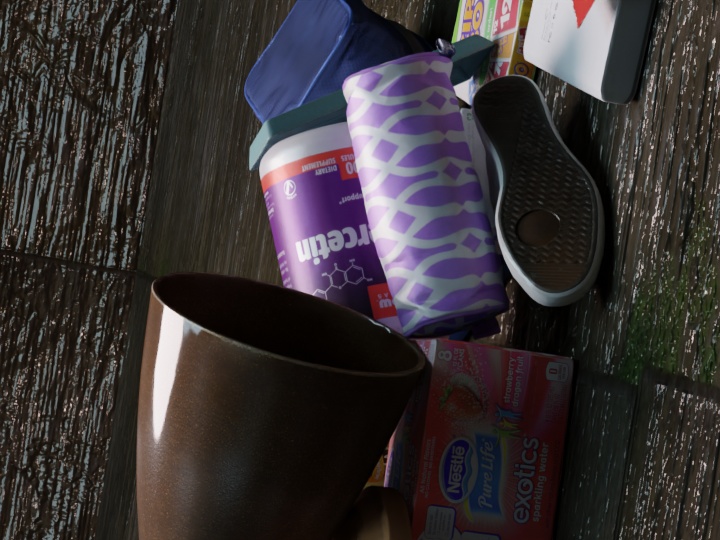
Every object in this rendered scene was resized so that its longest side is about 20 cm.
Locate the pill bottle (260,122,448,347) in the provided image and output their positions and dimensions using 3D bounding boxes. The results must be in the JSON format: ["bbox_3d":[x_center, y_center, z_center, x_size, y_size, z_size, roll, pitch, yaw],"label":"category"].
[{"bbox_3d":[0.000,0.000,1.714,0.112,0.112,0.200,140,119,-71],"label":"pill bottle"}]

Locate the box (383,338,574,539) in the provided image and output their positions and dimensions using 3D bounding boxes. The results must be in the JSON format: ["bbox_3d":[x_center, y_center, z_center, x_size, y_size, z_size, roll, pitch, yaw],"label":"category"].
[{"bbox_3d":[0.072,0.151,1.608,0.095,0.102,0.200,170,107,-76],"label":"box"}]

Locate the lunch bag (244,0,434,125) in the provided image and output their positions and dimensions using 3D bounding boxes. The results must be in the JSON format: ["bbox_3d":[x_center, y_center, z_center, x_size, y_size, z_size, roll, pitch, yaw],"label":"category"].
[{"bbox_3d":[-0.006,-0.158,2.071,0.136,0.132,0.200,-55,21,12],"label":"lunch bag"}]

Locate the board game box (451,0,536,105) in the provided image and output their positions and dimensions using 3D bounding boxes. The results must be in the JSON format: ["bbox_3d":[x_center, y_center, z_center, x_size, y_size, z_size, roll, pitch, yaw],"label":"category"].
[{"bbox_3d":[0.102,-0.176,1.866,0.200,0.030,0.096,-124,44,-75],"label":"board game box"}]

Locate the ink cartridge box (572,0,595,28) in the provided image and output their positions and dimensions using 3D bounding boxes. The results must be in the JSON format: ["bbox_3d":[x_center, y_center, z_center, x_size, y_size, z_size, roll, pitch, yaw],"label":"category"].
[{"bbox_3d":[0.154,-0.276,1.575,0.200,0.050,0.161,-88,23,-56],"label":"ink cartridge box"}]

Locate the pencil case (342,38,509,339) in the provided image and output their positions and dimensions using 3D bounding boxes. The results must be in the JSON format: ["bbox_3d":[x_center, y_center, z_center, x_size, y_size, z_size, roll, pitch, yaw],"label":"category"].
[{"bbox_3d":[0.045,-0.052,1.636,0.085,0.084,0.200,13,-116,-69],"label":"pencil case"}]

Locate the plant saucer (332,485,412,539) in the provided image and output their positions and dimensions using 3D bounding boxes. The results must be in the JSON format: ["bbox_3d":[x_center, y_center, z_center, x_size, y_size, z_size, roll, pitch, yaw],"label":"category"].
[{"bbox_3d":[-0.005,0.242,1.585,0.200,0.032,0.201,-171,90,-78],"label":"plant saucer"}]

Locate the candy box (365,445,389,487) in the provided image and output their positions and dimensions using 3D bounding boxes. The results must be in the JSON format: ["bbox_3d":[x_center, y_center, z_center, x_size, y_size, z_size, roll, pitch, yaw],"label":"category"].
[{"bbox_3d":[-0.003,0.111,2.051,0.200,0.055,0.116,-99,21,-50],"label":"candy box"}]

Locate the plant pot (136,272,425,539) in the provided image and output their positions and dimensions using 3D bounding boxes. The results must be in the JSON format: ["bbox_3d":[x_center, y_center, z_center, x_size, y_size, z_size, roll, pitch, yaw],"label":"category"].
[{"bbox_3d":[-0.073,0.127,1.581,0.187,0.187,0.200,-126,50,-72],"label":"plant pot"}]

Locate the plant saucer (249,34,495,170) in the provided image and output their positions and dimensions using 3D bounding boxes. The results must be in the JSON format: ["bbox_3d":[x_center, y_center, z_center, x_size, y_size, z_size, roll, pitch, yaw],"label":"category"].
[{"bbox_3d":[0.006,-0.129,1.794,0.019,0.200,0.070,63,158,10],"label":"plant saucer"}]

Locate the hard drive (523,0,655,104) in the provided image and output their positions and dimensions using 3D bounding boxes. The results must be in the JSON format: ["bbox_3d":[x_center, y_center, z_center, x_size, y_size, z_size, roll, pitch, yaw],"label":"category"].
[{"bbox_3d":[0.159,-0.194,1.629,0.200,0.026,0.132,-132,52,-73],"label":"hard drive"}]

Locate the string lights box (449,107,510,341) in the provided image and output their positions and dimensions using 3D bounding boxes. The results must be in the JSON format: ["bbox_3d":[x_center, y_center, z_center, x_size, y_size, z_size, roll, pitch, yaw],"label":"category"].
[{"bbox_3d":[0.074,-0.026,1.807,0.200,0.059,0.103,119,155,-57],"label":"string lights box"}]

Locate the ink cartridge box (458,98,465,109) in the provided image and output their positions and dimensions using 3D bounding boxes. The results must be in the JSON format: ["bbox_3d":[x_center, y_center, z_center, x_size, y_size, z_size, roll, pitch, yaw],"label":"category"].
[{"bbox_3d":[0.006,-0.029,1.930,0.200,0.043,0.197,-43,-25,-54],"label":"ink cartridge box"}]

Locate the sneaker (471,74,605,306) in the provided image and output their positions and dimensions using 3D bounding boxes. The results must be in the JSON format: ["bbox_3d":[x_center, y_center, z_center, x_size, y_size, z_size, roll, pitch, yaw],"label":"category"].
[{"bbox_3d":[0.127,-0.040,1.620,0.085,0.073,0.200,71,-173,-47],"label":"sneaker"}]
